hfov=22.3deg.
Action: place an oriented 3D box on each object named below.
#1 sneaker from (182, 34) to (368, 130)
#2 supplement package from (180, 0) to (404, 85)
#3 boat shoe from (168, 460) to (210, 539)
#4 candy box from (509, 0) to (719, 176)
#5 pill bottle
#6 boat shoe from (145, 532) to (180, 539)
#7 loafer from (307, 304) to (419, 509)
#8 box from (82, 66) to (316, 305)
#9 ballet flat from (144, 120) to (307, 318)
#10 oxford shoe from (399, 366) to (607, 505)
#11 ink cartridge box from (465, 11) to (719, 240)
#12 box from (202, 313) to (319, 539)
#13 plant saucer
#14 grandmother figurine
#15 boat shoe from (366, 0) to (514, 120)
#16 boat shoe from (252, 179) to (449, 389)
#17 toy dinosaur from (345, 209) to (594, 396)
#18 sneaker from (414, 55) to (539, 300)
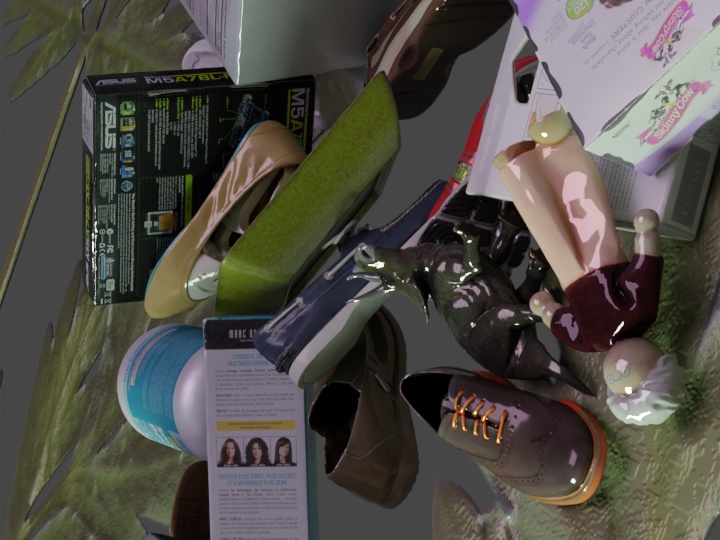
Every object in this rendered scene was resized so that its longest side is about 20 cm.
[{"bbox_3d":[-0.046,-0.200,1.638,0.199,0.147,0.081,12,128,25],"label":"sneaker"},{"bbox_3d":[-0.067,-0.279,1.542,0.200,0.151,0.151,-124,31,-45],"label":"supplement package"},{"bbox_3d":[-0.129,0.260,1.552,0.063,0.073,0.201,116,155,-57],"label":"boat shoe"},{"bbox_3d":[0.182,-0.190,1.146,0.168,0.071,0.200,-43,49,29],"label":"candy box"},{"bbox_3d":[-0.128,0.108,1.588,0.200,0.110,0.111,8,82,61],"label":"pill bottle"},{"bbox_3d":[-0.106,0.279,1.451,0.202,0.074,0.065,28,90,32],"label":"boat shoe"},{"bbox_3d":[-0.004,0.093,1.425,0.076,0.067,0.200,-53,35,32],"label":"loafer"},{"bbox_3d":[-0.138,-0.074,1.555,0.048,0.192,0.201,-128,36,-53],"label":"box"},{"bbox_3d":[-0.110,-0.030,1.516,0.063,0.069,0.200,40,106,28],"label":"ballet flat"},{"bbox_3d":[0.093,0.110,1.241,0.200,0.072,0.071,17,91,61],"label":"oxford shoe"},{"bbox_3d":[0.170,-0.131,1.226,0.176,0.045,0.201,13,87,49],"label":"ink cartridge box"},{"bbox_3d":[-0.078,0.135,1.456,0.049,0.082,0.201,-7,-84,-82],"label":"box"},{"bbox_3d":[-0.035,-0.043,1.455,0.200,0.048,0.200,-51,-4,-15],"label":"plant saucer"},{"bbox_3d":[0.147,0.006,1.156,0.121,0.060,0.201,-48,61,56],"label":"grandmother figurine"},{"bbox_3d":[0.060,-0.208,1.451,0.202,0.075,0.075,-46,48,41],"label":"boat shoe"},{"bbox_3d":[0.000,0.000,1.398,0.062,0.075,0.200,40,86,17],"label":"boat shoe"},{"bbox_3d":[0.092,0.026,1.279,0.200,0.077,0.102,40,128,17],"label":"toy dinosaur"},{"bbox_3d":[0.099,-0.066,1.344,0.200,0.077,0.085,-62,11,19],"label":"sneaker"}]
